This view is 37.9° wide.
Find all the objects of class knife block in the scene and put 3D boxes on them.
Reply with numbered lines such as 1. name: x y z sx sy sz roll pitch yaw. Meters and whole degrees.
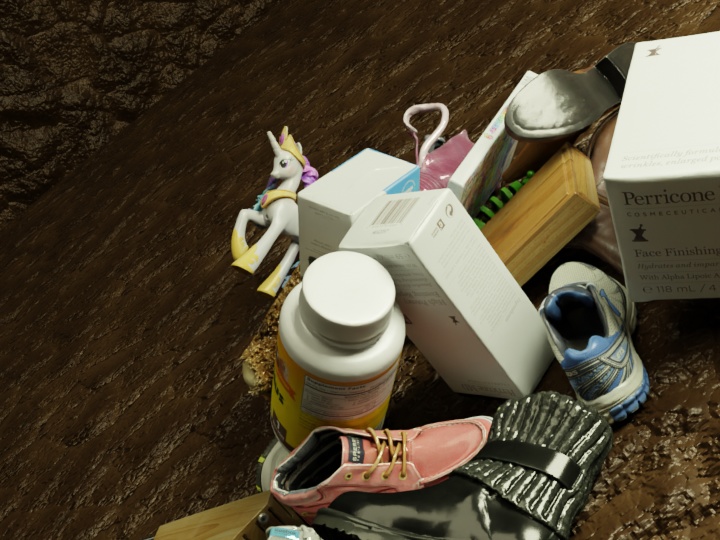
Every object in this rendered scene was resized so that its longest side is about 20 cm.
1. knife block: -0.162 0.276 1.014 0.200 0.064 0.175 -45 26 -10

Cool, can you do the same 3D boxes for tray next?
1. tray: 0.152 -0.028 1.043 0.200 0.037 0.099 -48 19 30

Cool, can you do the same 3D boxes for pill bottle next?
1. pill bottle: -0.021 0.078 0.917 0.201 0.108 0.110 101 -167 -48

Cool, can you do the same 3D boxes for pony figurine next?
1. pony figurine: -0.070 -0.058 1.333 0.166 0.192 0.202 -8 58 53

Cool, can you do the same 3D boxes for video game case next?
1. video game case: 0.129 -0.103 1.113 0.201 0.018 0.144 -54 -15 -37

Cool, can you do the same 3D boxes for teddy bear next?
1. teddy bear: -0.063 0.047 1.120 0.201 0.066 0.145 -58 4 -14

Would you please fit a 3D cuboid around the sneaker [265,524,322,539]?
1. sneaker: -0.035 0.241 0.871 0.199 0.087 0.075 -30 24 18

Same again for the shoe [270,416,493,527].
1. shoe: 0.022 0.165 0.885 0.199 0.091 0.072 -27 45 20

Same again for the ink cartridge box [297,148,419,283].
1. ink cartridge box: 0.000 0.000 1.023 0.067 0.202 0.116 22 39 29

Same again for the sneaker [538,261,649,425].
1. sneaker: 0.192 0.037 0.893 0.077 0.085 0.201 -32 25 15

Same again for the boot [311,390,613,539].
1. boot: 0.079 0.166 0.809 0.209 0.080 0.159 6 52 27

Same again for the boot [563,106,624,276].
1. boot: 0.274 -0.077 0.990 0.187 0.064 0.200 -55 22 -1

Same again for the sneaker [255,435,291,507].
1. sneaker: -0.019 0.155 1.032 0.076 0.076 0.201 16 55 30

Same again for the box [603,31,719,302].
1. box: 0.310 -0.089 0.824 0.197 0.132 0.201 -3 40 27

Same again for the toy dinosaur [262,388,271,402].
1. toy dinosaur: -0.022 0.089 1.161 0.199 0.060 0.107 -30 39 20

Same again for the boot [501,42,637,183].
1. boot: 0.191 -0.149 1.102 0.188 0.069 0.200 -37 -5 -26

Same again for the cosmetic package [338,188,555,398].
1. cosmetic package: 0.081 0.024 0.929 0.101 0.201 0.074 -1 44 52

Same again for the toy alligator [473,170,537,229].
1. toy alligator: 0.181 -0.079 1.135 0.200 0.054 0.059 -41 25 -2

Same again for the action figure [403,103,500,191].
1. action figure: 0.077 -0.091 1.210 0.133 0.150 0.200 -3 29 43
